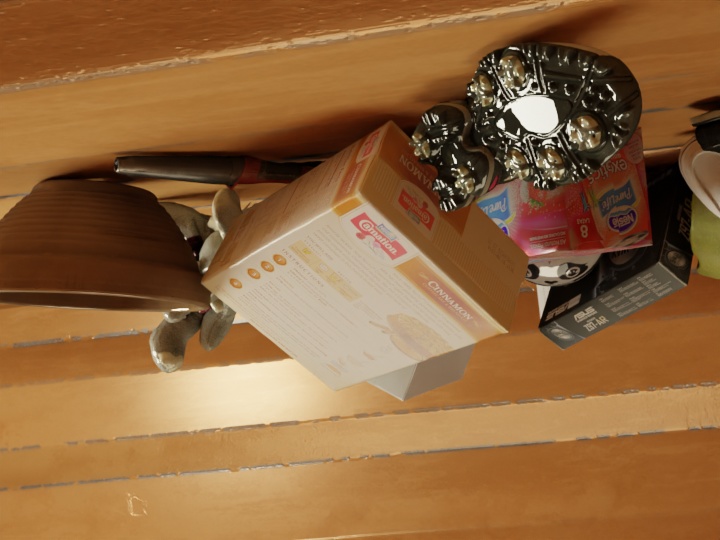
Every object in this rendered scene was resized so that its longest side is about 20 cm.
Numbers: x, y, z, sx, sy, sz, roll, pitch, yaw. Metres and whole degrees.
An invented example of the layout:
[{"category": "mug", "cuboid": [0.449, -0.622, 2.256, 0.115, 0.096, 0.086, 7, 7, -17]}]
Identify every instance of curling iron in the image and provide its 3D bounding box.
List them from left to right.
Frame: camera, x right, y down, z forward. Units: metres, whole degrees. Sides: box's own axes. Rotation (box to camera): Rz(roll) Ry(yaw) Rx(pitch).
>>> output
[{"category": "curling iron", "cuboid": [-0.097, -0.073, 0.742, 0.197, 0.026, 0.049, -4, 174, -41]}]

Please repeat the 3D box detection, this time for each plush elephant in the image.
[{"category": "plush elephant", "cuboid": [-0.151, 0.004, 0.932, 0.198, 0.167, 0.154, -35, -160, -14]}]

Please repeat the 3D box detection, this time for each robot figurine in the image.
[{"category": "robot figurine", "cuboid": [0.209, -0.043, 1.043, 0.150, 0.125, 0.200, -46, 170, 9]}]

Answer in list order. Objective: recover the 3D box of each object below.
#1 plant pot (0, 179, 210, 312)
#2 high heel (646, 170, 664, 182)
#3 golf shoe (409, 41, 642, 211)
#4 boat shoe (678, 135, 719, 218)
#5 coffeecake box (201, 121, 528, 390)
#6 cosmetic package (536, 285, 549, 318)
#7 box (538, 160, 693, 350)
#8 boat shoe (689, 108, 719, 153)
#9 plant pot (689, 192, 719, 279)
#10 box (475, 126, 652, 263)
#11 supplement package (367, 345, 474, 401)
[{"category": "plant pot", "cuboid": [-0.219, -0.019, 0.782, 0.196, 0.095, 0.201, 1, 173, 0]}, {"category": "high heel", "cuboid": [0.333, -0.066, 1.177, 0.066, 0.098, 0.199, -5, 177, -26]}, {"category": "golf shoe", "cuboid": [0.101, -0.091, 0.540, 0.087, 0.078, 0.199, -26, -173, -20]}, {"category": "boat shoe", "cuboid": [0.359, -0.044, 0.842, 0.072, 0.200, 0.065, -48, 167, 31]}, {"category": "coffeecake box", "cuboid": [0.000, 0.000, 0.725, 0.153, 0.074, 0.198, 41, 140, -22]}, {"category": "cosmetic package", "cuboid": [0.517, 0.012, 2.241, 0.196, 0.204, 0.122, -7, 177, 23]}, {"category": "box", "cuboid": [0.297, -0.015, 1.093, 0.043, 0.162, 0.200, 35, 143, -12]}, {"category": "boat shoe", "cuboid": [0.340, -0.103, 0.773, 0.198, 0.065, 0.073, -2, 178, -37]}, {"category": "plant pot", "cuboid": [0.434, -0.052, 0.954, 0.181, 0.205, 0.199, 5, -176, 33]}, {"category": "box", "cuboid": [0.153, -0.058, 0.855, 0.093, 0.105, 0.199, -5, 178, -27]}, {"category": "supplement package", "cuboid": [0.023, 0.026, 1.069, 0.197, 0.150, 0.190, 25, -169, 24]}]
